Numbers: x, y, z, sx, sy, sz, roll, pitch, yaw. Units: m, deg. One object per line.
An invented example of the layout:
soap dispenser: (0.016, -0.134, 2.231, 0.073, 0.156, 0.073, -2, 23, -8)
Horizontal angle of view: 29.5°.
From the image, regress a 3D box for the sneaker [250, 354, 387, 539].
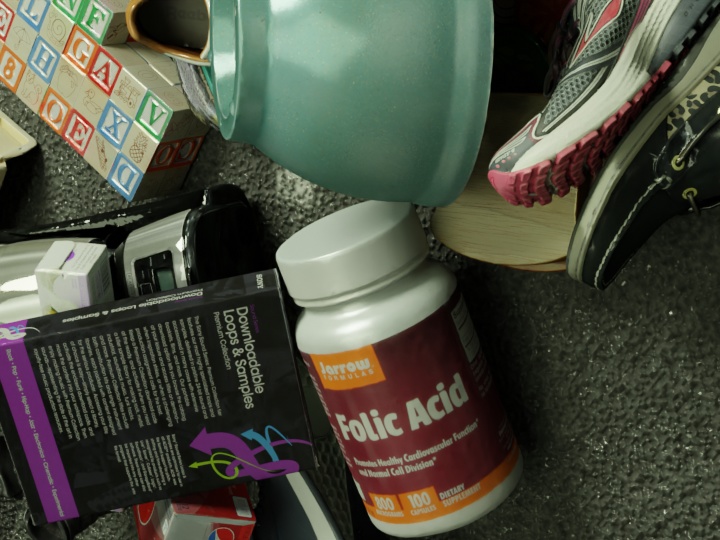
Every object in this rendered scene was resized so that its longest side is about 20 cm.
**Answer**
sneaker: (-0.075, 0.168, 1.041, 0.146, 0.077, 0.204, -22, 89, 33)

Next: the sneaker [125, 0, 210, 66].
sneaker: (-0.061, -0.158, 0.915, 0.198, 0.085, 0.073, 3, 110, 5)

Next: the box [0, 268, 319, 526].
box: (-0.136, 0.085, 0.902, 0.198, 0.036, 0.144, -10, 118, -1)

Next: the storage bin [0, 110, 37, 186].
storage bin: (-0.396, -0.068, 1.198, 0.198, 0.093, 0.201, 38, 119, 21)

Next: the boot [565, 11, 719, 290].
boot: (0.224, -0.045, 0.761, 0.153, 0.073, 0.204, 37, 95, 19)

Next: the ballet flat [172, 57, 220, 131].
ballet flat: (-0.124, -0.195, 1.000, 0.072, 0.072, 0.202, -16, 92, 36)

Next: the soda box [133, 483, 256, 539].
soda box: (-0.134, 0.146, 1.021, 0.200, 0.063, 0.070, -116, 42, -55)

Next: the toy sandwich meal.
toy sandwich meal: (0.099, -0.099, 0.862, 0.204, 0.070, 0.207, 9, 106, 33)

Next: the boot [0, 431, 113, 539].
boot: (-0.247, 0.117, 1.114, 0.070, 0.131, 0.201, -35, 81, 35)

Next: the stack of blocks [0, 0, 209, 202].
stack of blocks: (-0.203, -0.162, 1.062, 0.200, 0.058, 0.116, 42, 121, 19)

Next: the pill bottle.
pill bottle: (0.025, 0.062, 0.898, 0.114, 0.114, 0.201, -10, 110, 35)

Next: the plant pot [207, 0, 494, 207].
plant pot: (-0.017, -0.136, 0.798, 0.200, 0.133, 0.202, 178, 90, -77)

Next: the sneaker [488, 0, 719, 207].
sneaker: (0.136, -0.119, 0.780, 0.074, 0.200, 0.081, 37, 164, 11)

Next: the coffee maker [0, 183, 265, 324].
coffee maker: (-0.176, 0.001, 1.032, 0.198, 0.193, 0.136, -9, 120, 15)

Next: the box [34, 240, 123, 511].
box: (-0.186, 0.076, 0.940, 0.038, 0.042, 0.201, 5, 122, 11)
